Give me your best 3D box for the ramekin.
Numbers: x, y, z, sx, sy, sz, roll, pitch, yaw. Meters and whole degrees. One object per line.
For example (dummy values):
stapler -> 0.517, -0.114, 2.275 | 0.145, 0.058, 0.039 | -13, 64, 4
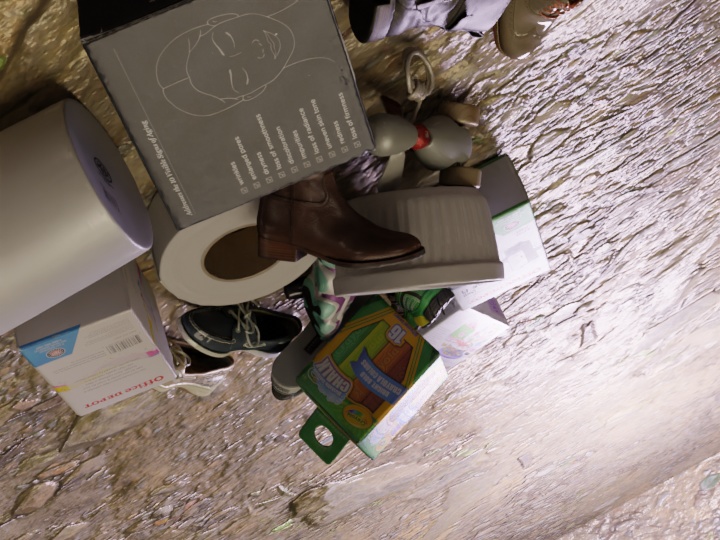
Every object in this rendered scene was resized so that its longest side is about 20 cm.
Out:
ramekin -> 0.061, -0.032, 1.153 | 0.196, 0.107, 0.200 | -6, 177, 0

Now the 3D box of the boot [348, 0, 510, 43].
boot -> 0.085, -0.293, 0.942 | 0.171, 0.070, 0.201 | -13, 152, -26

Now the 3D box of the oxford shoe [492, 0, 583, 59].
oxford shoe -> 0.186, -0.278, 1.006 | 0.069, 0.076, 0.201 | -11, 147, -20

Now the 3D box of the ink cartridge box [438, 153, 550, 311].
ink cartridge box -> 0.162, -0.044, 1.340 | 0.145, 0.084, 0.200 | -26, 150, 6

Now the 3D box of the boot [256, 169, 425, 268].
boot -> -0.023, -0.109, 1.015 | 0.182, 0.204, 0.064 | 3, -167, 6

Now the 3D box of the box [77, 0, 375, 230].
box -> -0.113, -0.174, 0.873 | 0.194, 0.125, 0.202 | -23, 131, -2

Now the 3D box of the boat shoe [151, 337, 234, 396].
boat shoe -> -0.241, 0.118, 1.344 | 0.062, 0.074, 0.199 | -37, 158, 12

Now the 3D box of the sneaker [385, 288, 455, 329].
sneaker -> 0.071, 0.027, 1.377 | 0.078, 0.085, 0.200 | -45, 179, -10

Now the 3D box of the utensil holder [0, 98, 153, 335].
utensil holder -> -0.318, -0.045, 0.947 | 0.198, 0.172, 0.170 | -28, 149, 4

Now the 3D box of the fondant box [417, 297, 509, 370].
fondant box -> 0.111, 0.102, 1.557 | 0.199, 0.059, 0.143 | -37, 147, 23

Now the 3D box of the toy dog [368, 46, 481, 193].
toy dog -> 0.056, -0.145, 1.110 | 0.095, 0.134, 0.199 | 2, 161, 38

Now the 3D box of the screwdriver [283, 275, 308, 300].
screwdriver -> -0.009, 0.002, 1.360 | 0.197, 0.029, 0.028 | -19, 149, -15

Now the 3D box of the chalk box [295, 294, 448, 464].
chalk box -> 0.002, 0.156, 1.317 | 0.200, 0.124, 0.124 | -47, 159, -8

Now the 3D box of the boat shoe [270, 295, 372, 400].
boat shoe -> -0.051, 0.099, 1.391 | 0.199, 0.071, 0.064 | -40, 164, -25

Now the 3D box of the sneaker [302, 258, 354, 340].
sneaker -> 0.000, 0.000, 1.291 | 0.138, 0.078, 0.202 | -15, 138, -20

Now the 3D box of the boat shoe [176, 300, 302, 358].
boat shoe -> -0.153, 0.075, 1.324 | 0.062, 0.076, 0.198 | -37, 148, 26

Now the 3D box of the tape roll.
tape roll -> -0.140, -0.046, 1.152 | 0.199, 0.072, 0.204 | -17, 149, -10

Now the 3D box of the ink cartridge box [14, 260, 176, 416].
ink cartridge box -> -0.301, 0.062, 1.156 | 0.126, 0.127, 0.201 | -19, 149, -5
